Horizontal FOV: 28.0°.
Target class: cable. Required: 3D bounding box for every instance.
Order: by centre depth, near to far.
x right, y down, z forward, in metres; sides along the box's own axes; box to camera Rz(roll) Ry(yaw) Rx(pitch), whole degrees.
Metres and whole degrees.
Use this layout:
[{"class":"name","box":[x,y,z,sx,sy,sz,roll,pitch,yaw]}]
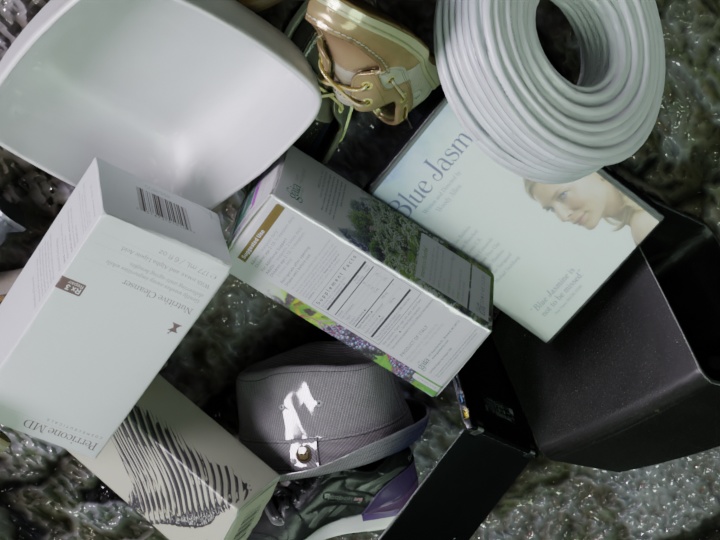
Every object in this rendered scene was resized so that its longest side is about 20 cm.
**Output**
[{"class":"cable","box":[0.141,-0.166,1.042,0.199,0.201,0.069,34,153,-27]}]

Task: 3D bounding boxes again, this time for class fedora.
[{"class":"fedora","box":[-0.042,0.115,1.257,0.198,0.177,0.091,-9,99,29]}]

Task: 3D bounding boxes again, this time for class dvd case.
[{"class":"dvd case","box":[0.116,-0.049,1.115,0.199,0.018,0.143,35,112,-14]}]

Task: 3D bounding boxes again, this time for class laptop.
[{"class":"laptop","box":[0.070,0.138,1.245,0.115,0.202,0.187,-20,159,18]}]

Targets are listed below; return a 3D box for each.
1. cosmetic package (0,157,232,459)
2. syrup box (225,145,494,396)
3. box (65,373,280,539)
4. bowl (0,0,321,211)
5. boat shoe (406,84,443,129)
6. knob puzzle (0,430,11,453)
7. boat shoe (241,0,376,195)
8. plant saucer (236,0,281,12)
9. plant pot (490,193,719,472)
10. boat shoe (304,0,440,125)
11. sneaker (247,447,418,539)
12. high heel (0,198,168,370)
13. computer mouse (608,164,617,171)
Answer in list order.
[{"class":"cosmetic package","box":[-0.196,0.031,1.067,0.112,0.081,0.201,23,115,-28]},{"class":"syrup box","box":[0.000,0.000,1.091,0.199,0.079,0.082,31,121,-13]},{"class":"box","box":[-0.169,0.147,1.193,0.068,0.199,0.083,-33,154,-54]},{"class":"bowl","box":[-0.148,-0.137,1.026,0.199,0.075,0.199,27,134,-33]},{"class":"boat shoe","box":[0.095,-0.083,1.185,0.074,0.062,0.200,-32,132,5]},{"class":"knob puzzle","box":[-0.342,0.087,1.086,0.031,0.219,0.220,-52,130,-11]},{"class":"boat shoe","box":[-0.037,-0.128,1.105,0.071,0.061,0.203,13,122,-27]},{"class":"plant saucer","box":[-0.095,-0.256,1.000,0.198,0.036,0.202,-9,130,-11]},{"class":"plant pot","box":[0.235,0.070,1.254,0.177,0.201,0.199,-40,146,27]},{"class":"boat shoe","box":[0.007,-0.144,1.009,0.067,0.074,0.200,-56,158,5]},{"class":"sneaker","box":[-0.043,0.208,1.377,0.198,0.076,0.088,-13,116,-14]},{"class":"high heel","box":[-0.264,0.050,1.159,0.142,0.072,0.200,-42,115,12]},{"class":"computer mouse","box":[0.138,-0.046,1.164,0.200,0.053,0.138,-44,140,17]}]
